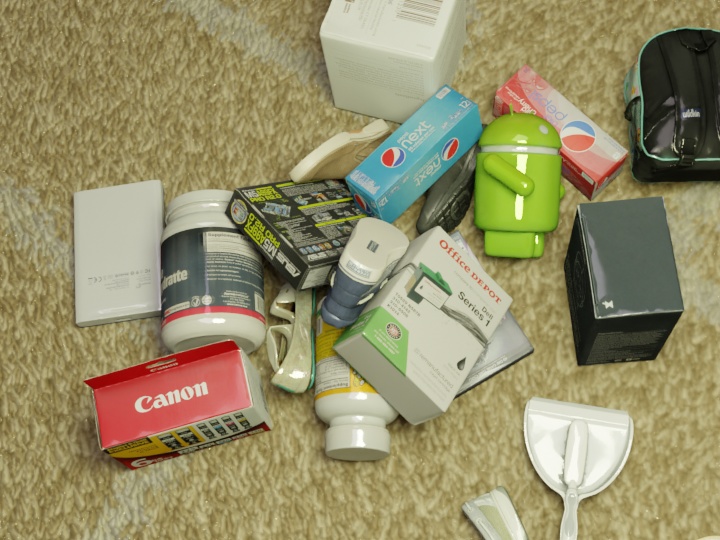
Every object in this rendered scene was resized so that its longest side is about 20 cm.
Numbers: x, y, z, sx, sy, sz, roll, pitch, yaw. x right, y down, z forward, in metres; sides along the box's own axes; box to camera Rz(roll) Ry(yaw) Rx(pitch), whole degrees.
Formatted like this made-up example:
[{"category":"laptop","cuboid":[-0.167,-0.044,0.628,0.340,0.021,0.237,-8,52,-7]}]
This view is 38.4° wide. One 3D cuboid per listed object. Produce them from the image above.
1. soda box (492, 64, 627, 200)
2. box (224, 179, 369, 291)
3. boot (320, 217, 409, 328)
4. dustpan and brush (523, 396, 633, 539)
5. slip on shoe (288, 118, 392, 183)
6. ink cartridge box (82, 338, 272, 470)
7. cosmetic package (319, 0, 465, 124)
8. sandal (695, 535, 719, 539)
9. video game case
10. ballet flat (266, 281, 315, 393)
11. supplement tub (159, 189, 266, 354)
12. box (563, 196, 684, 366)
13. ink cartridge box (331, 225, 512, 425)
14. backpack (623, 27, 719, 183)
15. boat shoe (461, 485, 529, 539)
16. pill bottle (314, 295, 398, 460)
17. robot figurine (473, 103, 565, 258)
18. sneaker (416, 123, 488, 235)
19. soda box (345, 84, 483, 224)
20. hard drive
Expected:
[{"category":"soda box","cuboid":[0.279,-0.196,1.459,0.070,0.064,0.200,-41,71,-10]},{"category":"box","cuboid":[-0.057,-0.056,1.377,0.160,0.045,0.199,44,35,24]},{"category":"boot","cuboid":[0.000,0.000,1.283,0.072,0.200,0.091,31,111,6]},{"category":"dustpan and brush","cuboid":[0.265,0.257,1.286,0.138,0.057,0.202,8,70,9]},{"category":"slip on shoe","cuboid":[-0.017,-0.153,1.435,0.199,0.076,0.061,-31,86,-49]},{"category":"ink cartridge box","cuboid":[-0.229,0.172,1.309,0.198,0.176,0.085,-16,68,0]},{"category":"cosmetic package","cuboid":[0.052,-0.330,1.460,0.164,0.200,0.169,15,71,11]},{"category":"sandal","cuboid":[0.367,0.383,1.222,0.210,0.070,0.078,-28,69,-5]},{"category":"video game case","cuboid":[0.123,0.061,1.401,0.142,0.019,0.201,-29,68,-5]},{"category":"ballet flat","cuboid":[-0.092,0.067,1.371,0.062,0.068,0.202,13,50,-19]},{"category":"supplement tub","cuboid":[-0.199,0.009,1.388,0.138,0.141,0.202,-6,68,3]},{"category":"box","cuboid":[0.324,0.018,1.298,0.106,0.200,0.150,-5,69,4]},{"category":"ink cartridge box","cuboid":[0.082,0.066,1.292,0.146,0.084,0.201,43,56,-10]},{"category":"backpack","cuboid":[0.444,-0.219,1.402,0.173,0.153,0.203,-2,78,3]},{"category":"boat shoe","cuboid":[0.186,0.365,1.250,0.064,0.075,0.204,-23,64,3]},{"category":"pill bottle","cuboid":[-0.003,0.137,1.333,0.111,0.113,0.202,-1,68,5]},{"category":"robot figurine","cuboid":[0.211,-0.119,1.389,0.114,0.175,0.203,4,93,29]},{"category":"sneaker","cuboid":[0.122,-0.132,1.454,0.090,0.076,0.201,23,64,20]},{"category":"soda box","cuboid":[0.075,-0.155,1.399,0.200,0.068,0.064,-43,57,-13]},{"category":"hard drive","cuboid":[-0.343,-0.026,1.478,0.130,0.025,0.202,-8,69,2]}]
